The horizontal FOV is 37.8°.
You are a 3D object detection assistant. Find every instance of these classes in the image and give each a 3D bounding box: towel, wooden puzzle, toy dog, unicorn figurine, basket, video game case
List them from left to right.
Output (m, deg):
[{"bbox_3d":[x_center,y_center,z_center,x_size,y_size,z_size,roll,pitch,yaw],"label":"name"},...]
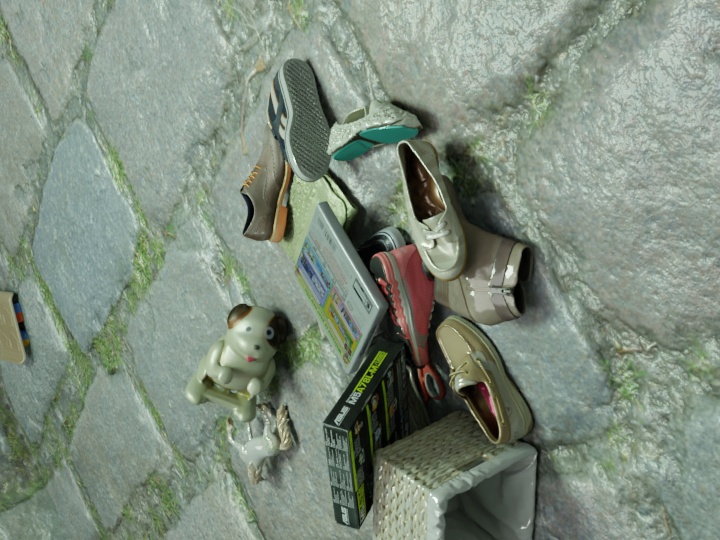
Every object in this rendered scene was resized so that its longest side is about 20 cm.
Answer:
[{"bbox_3d":[-0.994,0.157,2.982,0.184,0.046,0.203,2,102,51],"label":"wooden puzzle"},{"bbox_3d":[-0.205,0.150,1.904,0.138,0.195,0.201,28,134,-7],"label":"toy dog"},{"bbox_3d":[-0.196,0.333,2.009,0.199,0.073,0.139,-33,79,53],"label":"unicorn figurine"},{"bbox_3d":[-0.075,-0.074,1.707,0.149,0.036,0.201,50,139,28],"label":"towel"},{"bbox_3d":[-0.034,0.028,1.596,0.201,0.022,0.183,59,148,25],"label":"video game case"},{"bbox_3d":[0.050,0.199,1.660,0.132,0.034,0.202,-24,88,62],"label":"towel"},{"bbox_3d":[0.129,0.334,1.493,0.160,0.196,0.203,27,126,45],"label":"basket"}]

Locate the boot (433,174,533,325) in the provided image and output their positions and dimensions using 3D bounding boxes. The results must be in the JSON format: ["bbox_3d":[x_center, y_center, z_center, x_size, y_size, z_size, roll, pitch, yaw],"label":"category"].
[{"bbox_3d":[0.162,-0.028,1.409,0.145,0.070,0.203,3,100,42],"label":"boot"}]

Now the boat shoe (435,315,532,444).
[{"bbox_3d":[0.162,0.154,1.475,0.201,0.069,0.074,55,141,20],"label":"boat shoe"}]

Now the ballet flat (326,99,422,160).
[{"bbox_3d":[0.013,-0.211,1.513,0.199,0.071,0.073,-13,96,53],"label":"ballet flat"}]

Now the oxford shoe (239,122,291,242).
[{"bbox_3d":[-0.157,-0.148,1.721,0.071,0.072,0.203,-172,85,-68],"label":"oxford shoe"}]

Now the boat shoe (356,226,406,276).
[{"bbox_3d":[0.000,0.000,1.616,0.200,0.067,0.072,-39,74,52],"label":"boat shoe"}]

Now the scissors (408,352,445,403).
[{"bbox_3d":[0.086,0.108,1.598,0.073,0.014,0.203,-1,106,54],"label":"scissors"}]

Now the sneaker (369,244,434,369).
[{"bbox_3d":[0.082,0.053,1.527,0.074,0.086,0.202,40,151,57],"label":"sneaker"}]

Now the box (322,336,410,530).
[{"bbox_3d":[0.013,0.231,1.503,0.047,0.194,0.202,14,131,24],"label":"box"}]

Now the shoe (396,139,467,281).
[{"bbox_3d":[0.088,-0.082,1.391,0.069,0.053,0.203,-22,72,22],"label":"shoe"}]

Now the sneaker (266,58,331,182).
[{"bbox_3d":[-0.096,-0.220,1.625,0.079,0.077,0.203,-39,55,55],"label":"sneaker"}]
